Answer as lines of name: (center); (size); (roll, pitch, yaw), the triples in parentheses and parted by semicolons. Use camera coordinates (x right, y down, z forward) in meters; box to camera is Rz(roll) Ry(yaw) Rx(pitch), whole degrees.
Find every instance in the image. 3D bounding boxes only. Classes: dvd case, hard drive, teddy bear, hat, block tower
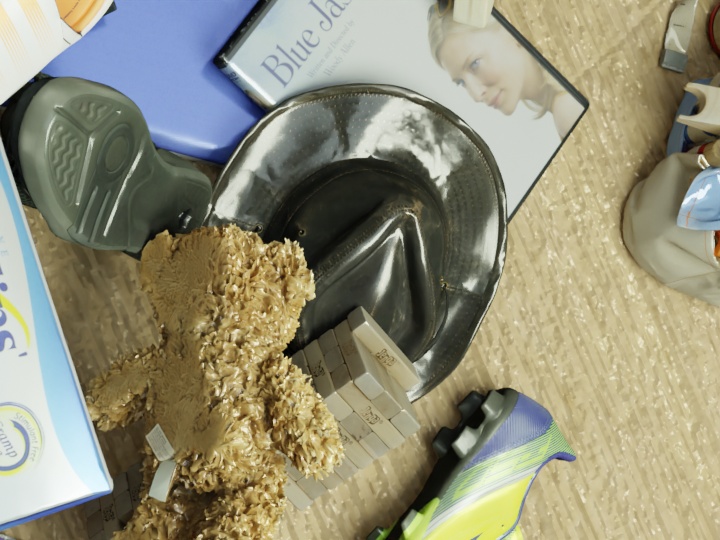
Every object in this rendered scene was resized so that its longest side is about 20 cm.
dvd case: (0.029, -0.109, 1.094); (0.200, 0.018, 0.143); (42, 73, -19)
hard drive: (-0.106, -0.134, 1.074); (0.199, 0.025, 0.133); (14, 83, -14)
teddy bear: (-0.073, 0.080, 0.955); (0.067, 0.144, 0.201); (22, 52, -54)
hat: (0.000, 0.000, 1.041); (0.199, 0.081, 0.202); (-3, 105, -10)
block tower: (-0.060, 0.105, 1.010); (0.200, 0.058, 0.054); (-36, 122, 8)

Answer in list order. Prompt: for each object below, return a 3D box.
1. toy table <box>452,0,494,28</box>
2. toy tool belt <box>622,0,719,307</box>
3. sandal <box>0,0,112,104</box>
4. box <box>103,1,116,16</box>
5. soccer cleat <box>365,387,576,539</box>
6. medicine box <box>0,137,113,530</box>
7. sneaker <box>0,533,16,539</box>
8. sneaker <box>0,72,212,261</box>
toy table: (0.080, -0.233, 1.030); (0.183, 0.200, 0.118); (8, 57, 19)
toy tool belt: (0.237, -0.079, 1.115); (0.124, 0.123, 0.201); (16, 82, -14)
sandal: (-0.192, -0.099, 0.859); (0.206, 0.059, 0.079); (-34, 120, 1)
box: (-0.195, -0.233, 0.968); (0.043, 0.160, 0.201); (-25, 83, -1)
soccer cleat: (0.052, 0.161, 1.079); (0.084, 0.065, 0.201); (39, 77, -12)
medicine box: (-0.210, 0.036, 0.943); (0.102, 0.200, 0.183); (-18, 91, -16)
sneaker: (-0.161, 0.203, 1.005); (0.200, 0.088, 0.081); (31, 80, -10)
sneaker: (-0.156, -0.060, 0.959); (0.114, 0.199, 0.077); (24, 88, 14)
